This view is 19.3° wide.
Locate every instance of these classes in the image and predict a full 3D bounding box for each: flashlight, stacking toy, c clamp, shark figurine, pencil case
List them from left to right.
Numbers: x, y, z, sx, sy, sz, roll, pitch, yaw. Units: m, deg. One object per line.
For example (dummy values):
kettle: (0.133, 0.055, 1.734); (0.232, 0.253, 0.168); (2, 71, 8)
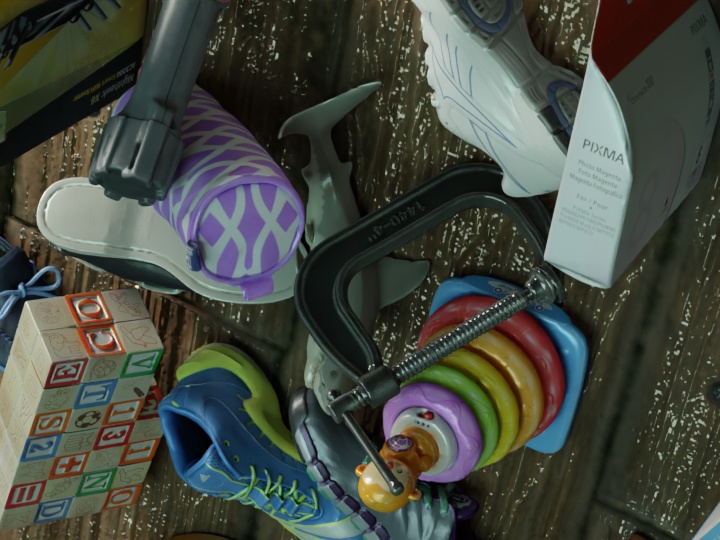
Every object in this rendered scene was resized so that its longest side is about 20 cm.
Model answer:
flashlight: (-0.121, -0.140, 1.349); (0.068, 0.201, 0.068); (9, 161, 26)
pencil case: (-0.102, -0.059, 1.390); (0.200, 0.084, 0.086); (-129, 21, -55)
shark figurine: (0.000, -0.020, 1.425); (0.089, 0.128, 0.215); (-2, 96, 6)
c clamp: (0.049, 0.025, 1.331); (0.171, 0.200, 0.027); (48, 166, 27)
stacking toy: (0.054, 0.095, 1.354); (0.116, 0.200, 0.110); (23, 125, 21)

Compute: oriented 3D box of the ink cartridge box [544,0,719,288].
ink cartridge box: (0.170, -0.111, 1.197); (0.057, 0.163, 0.200); (25, 125, 17)

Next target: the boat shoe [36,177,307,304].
boat shoe: (-0.130, -0.016, 1.501); (0.199, 0.060, 0.074); (10, 77, 10)

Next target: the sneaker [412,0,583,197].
sneaker: (0.071, -0.126, 1.313); (0.087, 0.074, 0.200); (-30, 96, 44)

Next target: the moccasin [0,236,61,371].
moccasin: (-0.279, 0.014, 1.595); (0.200, 0.080, 0.068); (35, 140, 10)

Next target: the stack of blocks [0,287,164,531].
stack of blocks: (-0.203, 0.101, 1.553); (0.059, 0.115, 0.200); (61, 144, 32)

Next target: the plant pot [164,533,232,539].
plant pot: (-0.143, 0.333, 1.614); (0.200, 0.183, 0.201); (14, 121, 25)

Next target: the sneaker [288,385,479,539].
sneaker: (0.032, 0.151, 1.493); (0.087, 0.074, 0.200); (-26, 108, 25)

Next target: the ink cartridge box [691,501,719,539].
ink cartridge box: (0.326, 0.175, 1.271); (0.200, 0.129, 0.125); (45, 130, 5)

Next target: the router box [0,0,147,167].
router box: (-0.214, -0.163, 1.387); (0.052, 0.200, 0.158); (25, 126, 20)

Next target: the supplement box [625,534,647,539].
supplement box: (0.246, 0.261, 1.407); (0.200, 0.069, 0.067); (27, 128, 15)

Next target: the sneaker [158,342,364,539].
sneaker: (-0.077, 0.152, 1.527); (0.200, 0.105, 0.076); (49, 130, 1)
